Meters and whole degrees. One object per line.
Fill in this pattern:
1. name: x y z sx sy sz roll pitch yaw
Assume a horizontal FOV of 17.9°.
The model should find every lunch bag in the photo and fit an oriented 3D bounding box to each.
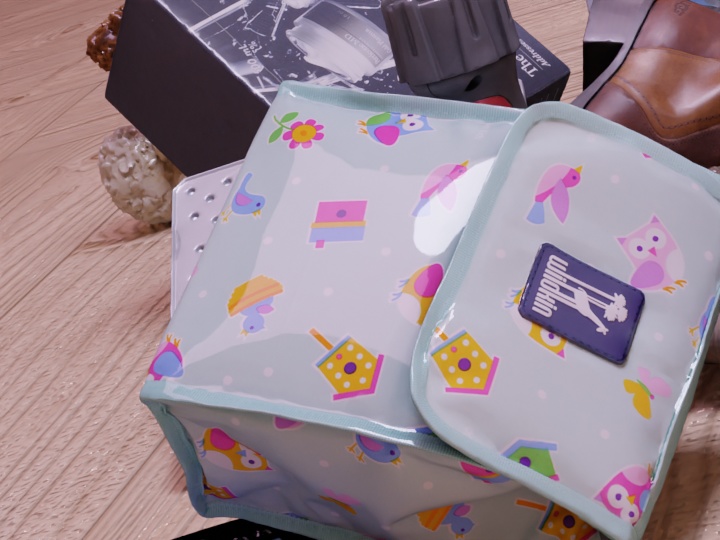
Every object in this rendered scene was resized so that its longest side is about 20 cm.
1. lunch bag: 0.039 0.024 0.896 0.199 0.122 0.171 8 55 24

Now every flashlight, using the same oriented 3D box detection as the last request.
1. flashlight: 0.058 -0.030 1.012 0.068 0.201 0.068 -20 15 -7

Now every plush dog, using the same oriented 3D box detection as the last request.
1. plush dog: -0.091 -0.136 1.599 0.199 0.172 0.160 -25 17 -20

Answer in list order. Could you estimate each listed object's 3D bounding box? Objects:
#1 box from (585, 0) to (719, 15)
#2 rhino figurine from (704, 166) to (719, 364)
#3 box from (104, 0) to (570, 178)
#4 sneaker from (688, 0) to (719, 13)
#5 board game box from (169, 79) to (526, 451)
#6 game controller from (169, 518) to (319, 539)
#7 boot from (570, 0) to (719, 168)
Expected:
1. box: 0.193 -0.186 1.364 0.122 0.201 0.048 -13 1 24
2. rhino figurine: 0.158 0.010 1.015 0.087 0.060 0.200 -16 25 -18
3. box: -0.015 -0.110 1.355 0.182 0.200 0.104 -33 -23 -35
4. sneaker: 0.241 -0.125 1.289 0.200 0.077 0.084 16 55 36
5. board game box: 0.000 0.000 1.162 0.199 0.026 0.200 -17 43 12
6. game controller: -0.040 0.134 0.884 0.104 0.042 0.200 -25 17 -16
7. boot: 0.204 -0.057 1.162 0.199 0.069 0.189 8 49 12
